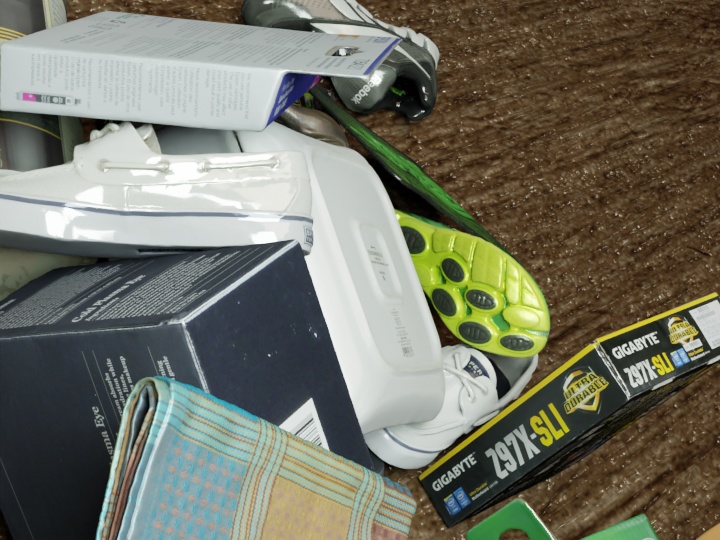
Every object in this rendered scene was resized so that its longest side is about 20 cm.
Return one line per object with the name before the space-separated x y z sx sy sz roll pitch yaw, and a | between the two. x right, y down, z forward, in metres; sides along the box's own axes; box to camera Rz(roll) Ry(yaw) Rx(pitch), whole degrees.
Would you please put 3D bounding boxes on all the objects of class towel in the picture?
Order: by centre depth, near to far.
towel | -0.046 0.145 0.669 0.200 0.022 0.147 31 64 -45

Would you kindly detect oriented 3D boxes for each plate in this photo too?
plate | 0.000 0.000 0.913 0.201 0.032 0.199 71 16 9

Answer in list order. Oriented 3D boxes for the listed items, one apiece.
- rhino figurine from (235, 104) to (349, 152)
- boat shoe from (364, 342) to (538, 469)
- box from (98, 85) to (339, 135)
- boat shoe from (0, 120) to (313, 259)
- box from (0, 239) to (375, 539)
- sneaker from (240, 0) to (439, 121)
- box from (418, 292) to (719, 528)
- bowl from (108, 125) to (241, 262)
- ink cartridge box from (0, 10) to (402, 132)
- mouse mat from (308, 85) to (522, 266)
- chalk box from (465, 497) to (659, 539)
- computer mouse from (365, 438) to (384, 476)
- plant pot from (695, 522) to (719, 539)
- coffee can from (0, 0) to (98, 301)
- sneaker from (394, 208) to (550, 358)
rhino figurine | -0.028 -0.033 1.032 0.087 0.060 0.201 9 56 -47
boat shoe | 0.067 0.083 1.055 0.074 0.065 0.200 50 30 9
box | -0.098 -0.077 1.088 0.199 0.048 0.194 15 47 -31
boat shoe | -0.124 -0.045 0.785 0.199 0.071 0.070 1 81 -2
box | -0.099 0.099 0.773 0.104 0.181 0.201 -38 116 -51
sneaker | -0.009 -0.183 1.239 0.199 0.066 0.091 19 44 -31
box | 0.156 0.100 1.033 0.159 0.200 0.049 -18 70 -46
bowl | -0.109 -0.002 0.907 0.090 0.201 0.202 -14 62 -10
ink cartridge box | -0.083 -0.116 0.846 0.199 0.044 0.196 7 15 6
mouse mat | 0.038 -0.078 1.141 0.161 0.008 0.200 47 9 38
chalk box | 0.142 0.246 0.955 0.124 0.125 0.201 -8 64 -44
computer mouse | -0.059 0.082 1.004 0.200 0.034 0.059 48 30 14
plant pot | 0.307 0.265 1.046 0.199 0.200 0.140 13 32 -32
coffee can | -0.243 -0.090 0.897 0.146 0.146 0.201 10 51 -35
sneaker | 0.074 0.001 1.099 0.200 0.074 0.083 33 16 39
